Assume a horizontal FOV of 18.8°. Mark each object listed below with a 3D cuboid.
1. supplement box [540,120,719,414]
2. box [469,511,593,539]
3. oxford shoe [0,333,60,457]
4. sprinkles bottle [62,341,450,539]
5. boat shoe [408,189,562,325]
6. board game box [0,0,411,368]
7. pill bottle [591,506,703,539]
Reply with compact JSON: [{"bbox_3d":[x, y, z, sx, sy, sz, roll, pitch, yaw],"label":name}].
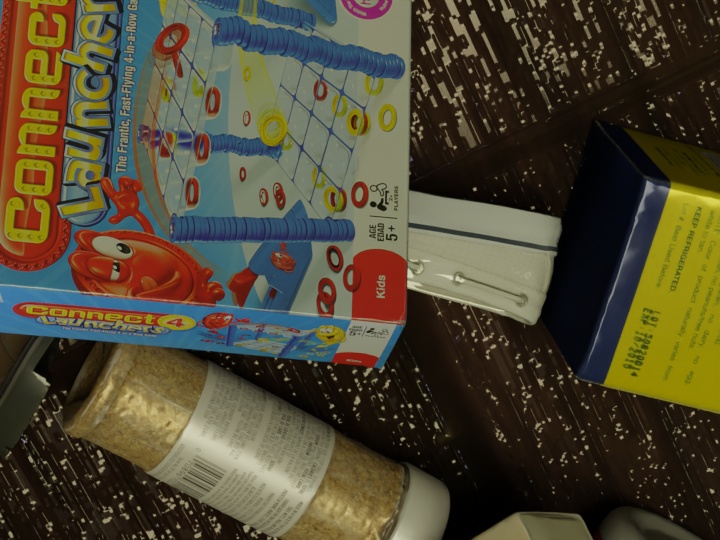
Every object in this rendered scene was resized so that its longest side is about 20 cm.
[{"bbox_3d":[0.205,0.010,1.106,0.199,0.110,0.109,14,106,-12],"label":"supplement box"},{"bbox_3d":[0.038,0.211,1.120,0.200,0.078,0.095,-36,67,22],"label":"box"},{"bbox_3d":[-0.168,-0.008,1.067,0.084,0.073,0.200,27,102,-12],"label":"oxford shoe"},{"bbox_3d":[-0.052,0.097,1.120,0.200,0.068,0.068,29,102,-16],"label":"sprinkles bottle"},{"bbox_3d":[0.000,0.000,1.089,0.201,0.075,0.086,8,90,-18],"label":"boat shoe"},{"bbox_3d":[-0.077,-0.065,1.007,0.195,0.056,0.201,5,67,-10],"label":"board game box"},{"bbox_3d":[0.127,0.236,1.172,0.109,0.109,0.200,30,102,-16],"label":"pill bottle"}]
